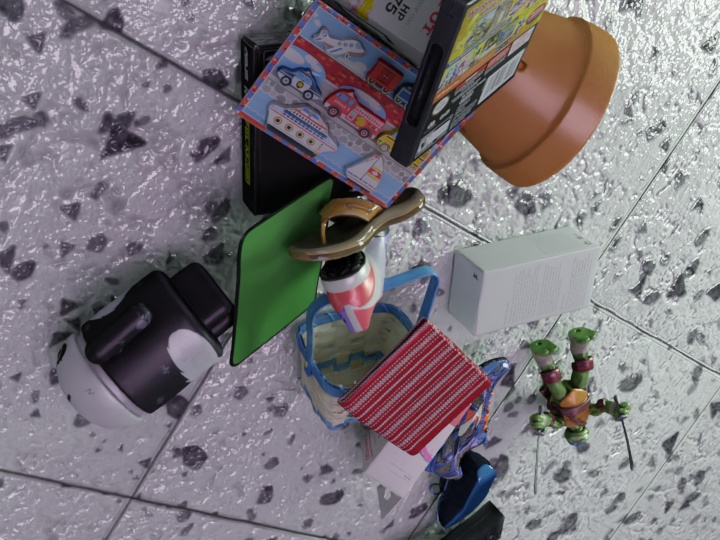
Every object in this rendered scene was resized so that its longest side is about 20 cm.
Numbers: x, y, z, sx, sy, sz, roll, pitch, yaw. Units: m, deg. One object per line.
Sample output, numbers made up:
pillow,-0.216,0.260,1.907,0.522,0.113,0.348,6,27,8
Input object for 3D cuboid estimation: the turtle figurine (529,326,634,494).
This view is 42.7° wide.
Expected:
turtle figurine,0.327,0.200,1.378,0.200,0.143,0.195,-46,125,-58

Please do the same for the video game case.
video game case,0.111,-0.207,0.825,0.200,0.025,0.181,-42,163,-36

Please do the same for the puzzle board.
puzzle board,-0.006,-0.162,0.941,0.199,0.017,0.151,31,121,-21

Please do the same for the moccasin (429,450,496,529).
moccasin,0.156,0.327,1.409,0.080,0.068,0.201,-25,151,-33

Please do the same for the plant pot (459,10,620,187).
plant pot,0.172,-0.215,1.040,0.139,0.200,0.201,27,101,-22

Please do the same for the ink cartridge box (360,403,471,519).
ink cartridge box,0.061,0.226,1.256,0.067,0.117,0.201,34,97,-7

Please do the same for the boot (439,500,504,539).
boot,0.136,0.470,1.491,0.199,0.066,0.165,-30,157,-33

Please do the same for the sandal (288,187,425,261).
sandal,-0.007,-0.062,1.028,0.199,0.080,0.054,-31,113,-36

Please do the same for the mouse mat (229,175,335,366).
mouse mat,-0.088,0.002,1.033,0.161,0.007,0.201,-39,149,-43

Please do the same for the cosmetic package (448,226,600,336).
cosmetic package,0.226,0.012,1.270,0.199,0.071,0.102,-11,122,-26

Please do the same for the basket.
basket,0.009,0.090,1.139,0.175,0.139,0.201,-15,132,-24

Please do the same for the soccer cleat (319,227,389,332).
soccer cleat,0.000,0.000,1.050,0.068,0.200,0.074,-13,109,14

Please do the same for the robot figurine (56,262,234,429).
robot figurine,-0.232,0.079,0.998,0.200,0.125,0.151,-39,127,-6

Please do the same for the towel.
towel,0.070,0.145,1.111,0.145,0.023,0.200,-44,140,2

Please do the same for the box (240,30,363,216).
box,-0.034,-0.170,1.020,0.199,0.048,0.195,-12,122,-25

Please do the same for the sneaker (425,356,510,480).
sneaker,0.157,0.211,1.318,0.078,0.075,0.201,34,91,5

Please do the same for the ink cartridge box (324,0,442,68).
ink cartridge box,0.045,-0.294,0.868,0.147,0.199,0.146,-55,168,8
